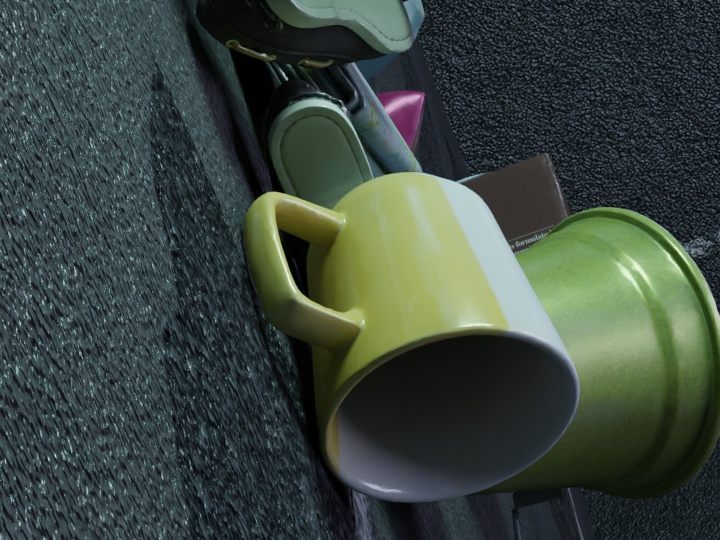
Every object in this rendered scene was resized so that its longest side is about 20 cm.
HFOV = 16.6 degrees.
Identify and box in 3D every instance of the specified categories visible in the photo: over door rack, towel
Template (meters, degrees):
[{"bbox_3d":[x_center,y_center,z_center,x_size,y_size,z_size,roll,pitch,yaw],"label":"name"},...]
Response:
[{"bbox_3d":[0.115,0.262,1.734,0.201,0.066,0.149,99,-20,-55],"label":"over door rack"},{"bbox_3d":[-0.032,-0.135,1.647,0.172,0.048,0.200,59,5,19],"label":"towel"}]

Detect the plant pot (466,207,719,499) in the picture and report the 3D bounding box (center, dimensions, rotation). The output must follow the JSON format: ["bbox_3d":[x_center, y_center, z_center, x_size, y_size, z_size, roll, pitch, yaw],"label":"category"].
[{"bbox_3d":[0.107,0.069,1.620,0.200,0.183,0.202,15,-70,49],"label":"plant pot"}]

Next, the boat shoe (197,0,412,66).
[{"bbox_3d":[-0.031,-0.158,1.484,0.201,0.060,0.072,4,62,-65],"label":"boat shoe"}]

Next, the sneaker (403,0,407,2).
[{"bbox_3d":[0.033,-0.209,1.601,0.199,0.081,0.075,11,-37,44],"label":"sneaker"}]

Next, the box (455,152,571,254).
[{"bbox_3d":[0.132,0.040,2.192,0.164,0.165,0.201,61,12,-56],"label":"box"}]

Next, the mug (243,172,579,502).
[{"bbox_3d":[0.030,0.016,1.395,0.187,0.148,0.154,65,7,-50],"label":"mug"}]

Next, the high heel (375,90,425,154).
[{"bbox_3d":[0.032,-0.030,1.819,0.067,0.095,0.201,-59,130,-83],"label":"high heel"}]

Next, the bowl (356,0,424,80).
[{"bbox_3d":[-0.013,-0.247,2.051,0.201,0.104,0.202,-20,90,-84],"label":"bowl"}]

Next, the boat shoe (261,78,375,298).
[{"bbox_3d":[-0.011,-0.022,1.507,0.061,0.071,0.202,-115,-172,-61],"label":"boat shoe"}]
